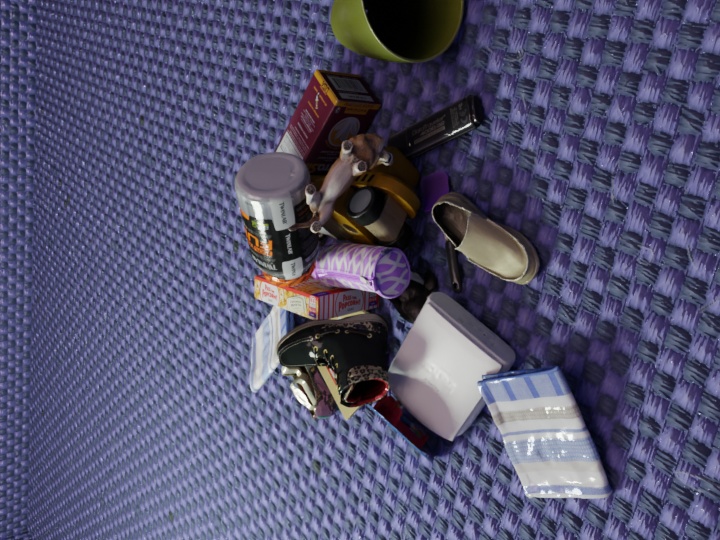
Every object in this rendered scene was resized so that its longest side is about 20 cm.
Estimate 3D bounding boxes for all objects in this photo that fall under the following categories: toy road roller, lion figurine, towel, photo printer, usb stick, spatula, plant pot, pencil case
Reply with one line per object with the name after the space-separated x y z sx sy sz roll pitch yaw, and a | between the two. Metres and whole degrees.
0.016 -0.127 1.143 0.197 0.122 0.148 12 70 46 | toy road roller
-0.034 -0.135 1.036 0.200 0.123 0.073 -44 93 4 | lion figurine
-0.191 0.149 1.436 0.201 0.023 0.149 -51 32 41 | towel
0.133 0.161 1.078 0.166 0.069 0.203 40 124 19 | photo printer
0.116 -0.225 1.098 0.198 0.032 0.057 -18 74 48 | usb stick
0.138 -0.063 1.100 0.056 0.020 0.205 -19 82 39 | spatula
0.035 -0.418 1.081 0.199 0.183 0.193 14 106 61 | plant pot
0.000 0.000 1.128 0.198 0.085 0.085 7 127 57 | pencil case
0.258 0.234 0.957 0.145 0.024 0.204 -17 100 46 | towel

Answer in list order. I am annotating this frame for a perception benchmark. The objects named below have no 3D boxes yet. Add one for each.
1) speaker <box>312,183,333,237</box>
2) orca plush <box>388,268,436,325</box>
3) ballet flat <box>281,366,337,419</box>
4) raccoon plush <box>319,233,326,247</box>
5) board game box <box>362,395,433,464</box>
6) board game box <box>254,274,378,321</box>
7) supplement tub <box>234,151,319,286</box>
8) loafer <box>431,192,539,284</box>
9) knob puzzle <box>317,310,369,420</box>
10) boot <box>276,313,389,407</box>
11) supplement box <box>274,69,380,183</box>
-0.104 -0.122 1.228 0.080 0.197 0.083 -23 59 44 | speaker
0.069 0.023 1.151 0.105 0.070 0.205 -32 71 45 | orca plush
-0.120 0.219 1.386 0.202 0.070 0.070 55 131 29 | ballet flat
-0.153 -0.107 1.336 0.096 0.132 0.204 -39 67 44 | raccoon plush
0.068 0.252 1.135 0.157 0.201 0.039 38 81 25 | board game box
-0.084 0.040 1.265 0.197 0.149 0.048 14 107 45 | board game box
-0.131 -0.079 1.104 0.122 0.121 0.203 40 150 37 | supplement tub
0.179 -0.045 1.014 0.199 0.067 0.077 40 122 30 | loafer
-0.014 0.154 1.289 0.217 0.030 0.226 8 100 48 | knob puzzle
-0.046 0.153 1.102 0.155 0.198 0.075 -96 -10 -54 | boot
-0.065 -0.256 1.239 0.087 0.109 0.201 57 132 26 | supplement box
